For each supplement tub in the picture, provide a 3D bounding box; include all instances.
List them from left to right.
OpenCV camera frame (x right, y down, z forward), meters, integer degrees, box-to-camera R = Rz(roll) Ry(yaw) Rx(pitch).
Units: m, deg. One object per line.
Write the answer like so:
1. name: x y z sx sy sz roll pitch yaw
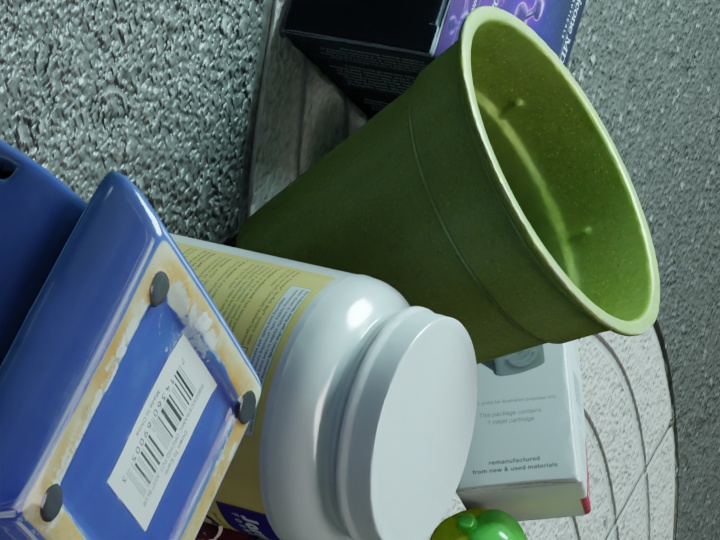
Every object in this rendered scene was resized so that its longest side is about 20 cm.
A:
1. supplement tub: -0.053 0.064 1.369 0.145 0.199 0.146 -37 133 -53

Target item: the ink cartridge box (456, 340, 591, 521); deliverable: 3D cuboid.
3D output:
1. ink cartridge box: 0.098 0.054 1.685 0.148 0.085 0.201 59 24 -74

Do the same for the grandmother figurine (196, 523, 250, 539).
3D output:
1. grandmother figurine: -0.080 0.121 1.509 0.121 0.060 0.201 11 88 -56

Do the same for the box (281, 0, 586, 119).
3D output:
1. box: 0.052 -0.167 1.594 0.200 0.104 0.149 37 67 -62

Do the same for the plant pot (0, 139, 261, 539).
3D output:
1. plant pot: -0.164 0.059 1.167 0.201 0.179 0.200 -65 150 -24

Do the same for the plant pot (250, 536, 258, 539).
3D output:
1. plant pot: -0.029 0.226 1.617 0.201 0.092 0.202 -37 132 -55

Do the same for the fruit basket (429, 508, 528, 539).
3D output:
1. fruit basket: 0.089 0.233 1.686 0.155 0.215 0.217 1 102 -37

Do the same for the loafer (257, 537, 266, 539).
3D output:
1. loafer: -0.025 0.176 1.535 0.063 0.071 0.201 72 31 -48

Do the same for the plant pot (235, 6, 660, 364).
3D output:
1. plant pot: 0.037 -0.016 1.471 0.200 0.189 0.201 46 28 -33
